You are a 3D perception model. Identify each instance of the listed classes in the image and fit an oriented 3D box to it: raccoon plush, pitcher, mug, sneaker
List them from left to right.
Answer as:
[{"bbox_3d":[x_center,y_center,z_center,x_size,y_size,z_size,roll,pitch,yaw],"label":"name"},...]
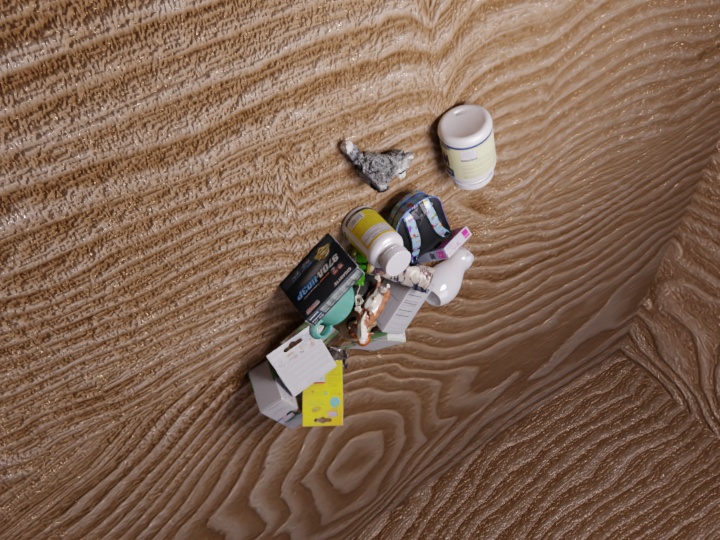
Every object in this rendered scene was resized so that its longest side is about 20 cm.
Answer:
[{"bbox_3d":[-0.102,0.090,1.630,0.186,0.152,0.114,-55,143,-3],"label":"mug"},{"bbox_3d":[-0.013,0.075,1.757,0.199,0.091,0.076,-30,140,-19],"label":"sneaker"},{"bbox_3d":[0.054,-0.288,1.465,0.134,0.097,0.200,-49,144,-4],"label":"raccoon plush"},{"bbox_3d":[0.285,0.035,1.966,0.200,0.121,0.172,-49,165,-28],"label":"pitcher"}]

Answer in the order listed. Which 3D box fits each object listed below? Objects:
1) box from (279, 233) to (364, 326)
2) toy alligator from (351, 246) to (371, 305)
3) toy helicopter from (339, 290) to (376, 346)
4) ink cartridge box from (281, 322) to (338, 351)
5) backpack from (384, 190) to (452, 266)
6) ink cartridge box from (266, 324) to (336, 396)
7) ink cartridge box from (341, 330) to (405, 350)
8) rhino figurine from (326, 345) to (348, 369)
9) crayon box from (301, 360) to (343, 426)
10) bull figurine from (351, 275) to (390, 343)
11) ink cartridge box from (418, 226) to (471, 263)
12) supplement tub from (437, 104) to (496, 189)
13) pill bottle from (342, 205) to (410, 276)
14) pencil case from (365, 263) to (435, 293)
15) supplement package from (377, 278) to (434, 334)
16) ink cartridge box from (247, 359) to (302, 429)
[{"bbox_3d":[-0.106,0.023,1.562,0.200,0.159,0.046,-46,142,5],"label":"box"},{"bbox_3d":[0.000,0.000,1.676,0.059,0.203,0.054,5,173,-1],"label":"toy alligator"},{"bbox_3d":[0.003,0.126,1.812,0.201,0.131,0.079,-56,149,-13],"label":"toy helicopter"},{"bbox_3d":[-0.150,0.204,1.784,0.145,0.048,0.200,-41,165,-2],"label":"ink cartridge box"},{"bbox_3d":[0.151,-0.139,1.658,0.182,0.135,0.201,-38,143,-6],"label":"backpack"},{"bbox_3d":[-0.175,0.254,1.696,0.161,0.050,0.201,-35,129,-11],"label":"ink cartridge box"},{"bbox_3d":[0.036,0.227,1.927,0.145,0.049,0.199,-20,158,36],"label":"ink cartridge box"},{"bbox_3d":[-0.086,0.272,1.854,0.086,0.060,0.200,2,158,4],"label":"rhino figurine"},{"bbox_3d":[-0.115,0.377,1.772,0.125,0.202,0.051,0,151,-2],"label":"crayon box"},{"bbox_3d":[0.031,0.113,1.706,0.122,0.065,0.201,86,29,-60],"label":"bull figurine"},{"bbox_3d":[0.234,-0.073,1.784,0.119,0.199,0.042,-43,103,-28],"label":"ink cartridge box"},{"bbox_3d":[0.294,-0.332,1.593,0.144,0.145,0.201,-36,143,-8],"label":"supplement tub"},{"bbox_3d":[0.045,-0.077,1.567,0.110,0.200,0.112,-24,140,-22],"label":"pill bottle"},{"bbox_3d":[0.117,0.005,1.738,0.198,0.078,0.090,19,109,-1],"label":"pencil case"},{"bbox_3d":[0.125,0.090,1.878,0.109,0.114,0.201,12,117,-47],"label":"supplement package"},{"bbox_3d":[-0.246,0.383,1.790,0.083,0.146,0.200,-31,144,5],"label":"ink cartridge box"}]
